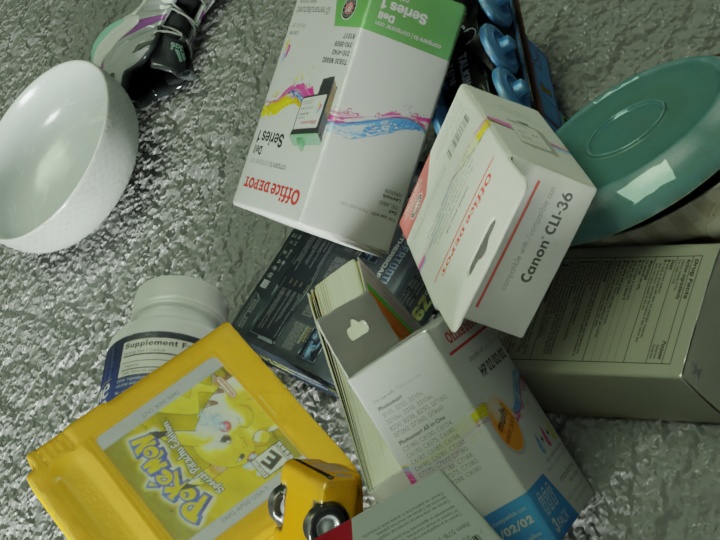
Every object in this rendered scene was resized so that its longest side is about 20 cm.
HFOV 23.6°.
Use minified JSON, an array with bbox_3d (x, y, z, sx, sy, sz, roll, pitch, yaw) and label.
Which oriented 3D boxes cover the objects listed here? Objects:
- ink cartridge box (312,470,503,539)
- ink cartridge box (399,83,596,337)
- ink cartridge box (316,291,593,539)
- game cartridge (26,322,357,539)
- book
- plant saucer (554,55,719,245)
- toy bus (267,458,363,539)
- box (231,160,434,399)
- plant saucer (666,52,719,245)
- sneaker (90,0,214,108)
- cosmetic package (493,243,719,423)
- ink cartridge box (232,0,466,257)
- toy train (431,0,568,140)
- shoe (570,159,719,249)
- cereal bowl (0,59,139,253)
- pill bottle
[{"bbox_3d":[0.045,0.255,1.010,0.145,0.145,0.200,-24,51,-24],"label":"ink cartridge box"},{"bbox_3d":[0.092,-0.036,1.155,0.200,0.067,0.117,-108,40,-66],"label":"ink cartridge box"},{"bbox_3d":[0.064,0.092,1.134,0.068,0.200,0.115,-33,-2,21],"label":"ink cartridge box"},{"bbox_3d":[-0.131,0.152,1.299,0.200,0.033,0.176,-34,59,-19],"label":"game cartridge"},{"bbox_3d":[0.037,0.102,1.222,0.048,0.134,0.200,-35,40,16],"label":"book"},{"bbox_3d":[0.191,-0.091,1.206,0.200,0.027,0.200,-31,22,14],"label":"plant saucer"},{"bbox_3d":[-0.021,0.229,1.147,0.065,0.078,0.201,16,100,61],"label":"toy bus"},{"bbox_3d":[0.000,0.000,1.402,0.157,0.051,0.200,19,74,50],"label":"box"},{"bbox_3d":[0.258,-0.085,1.240,0.200,0.034,0.201,-24,47,28],"label":"plant saucer"},{"bbox_3d":[-0.185,-0.242,1.759,0.200,0.078,0.140,-50,40,15],"label":"sneaker"},{"bbox_3d":[0.167,0.042,1.193,0.199,0.073,0.104,1,61,44],"label":"cosmetic package"},{"bbox_3d":[-0.012,-0.125,1.343,0.145,0.084,0.201,19,91,64],"label":"ink cartridge box"},{"bbox_3d":[0.107,-0.141,1.362,0.087,0.114,0.201,-31,43,25],"label":"toy train"},{"bbox_3d":[0.193,-0.046,1.200,0.199,0.053,0.070,-8,62,45],"label":"shoe"},{"bbox_3d":[-0.291,-0.104,1.728,0.200,0.083,0.201,-24,51,34],"label":"cereal bowl"},{"bbox_3d":[-0.160,0.108,1.420,0.111,0.111,0.201,-20,47,31],"label":"pill bottle"}]
